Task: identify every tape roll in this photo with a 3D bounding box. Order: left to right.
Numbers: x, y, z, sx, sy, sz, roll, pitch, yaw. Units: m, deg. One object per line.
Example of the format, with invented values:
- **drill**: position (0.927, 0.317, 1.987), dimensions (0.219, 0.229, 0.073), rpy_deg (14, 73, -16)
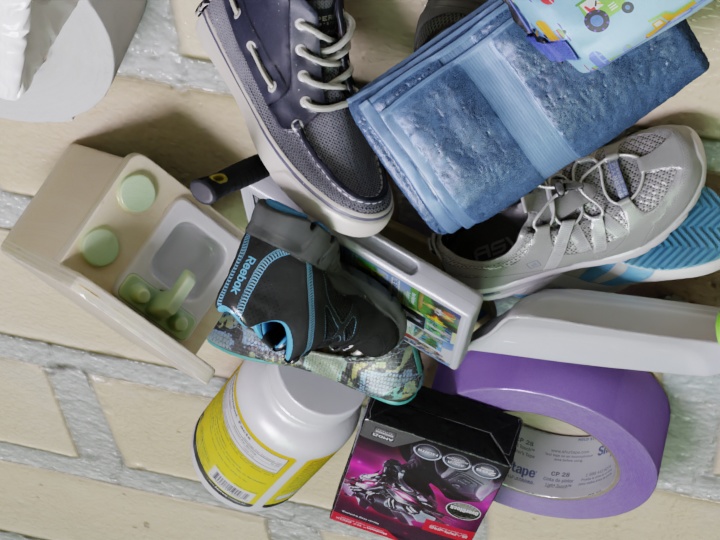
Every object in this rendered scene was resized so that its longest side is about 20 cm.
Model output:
- **tape roll**: position (-0.248, -0.191, 1.229), dimensions (0.201, 0.071, 0.203), rpy_deg (12, 146, 9)
- **tape roll**: position (0.153, 0.128, 1.501), dimensions (0.199, 0.066, 0.200), rpy_deg (12, 146, 8)

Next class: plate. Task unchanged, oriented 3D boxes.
- **plate**: position (0.187, 0.044, 1.307), dimensions (0.198, 0.032, 0.200), rpy_deg (6, 171, -6)

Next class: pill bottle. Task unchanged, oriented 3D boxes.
- **pill bottle**: position (-0.066, 0.124, 1.557), dimensions (0.112, 0.113, 0.200), rpy_deg (26, 146, -11)

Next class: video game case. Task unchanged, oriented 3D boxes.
- **video game case**: position (0.000, 0.000, 1.284), dimensions (0.182, 0.022, 0.200), rpy_deg (31, 169, 7)

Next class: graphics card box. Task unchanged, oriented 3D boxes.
- **graphics card box**: position (0.051, 0.167, 1.503), dimensions (0.125, 0.051, 0.200), rpy_deg (19, 146, 0)

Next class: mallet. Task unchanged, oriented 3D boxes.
- **mallet**: position (-0.040, -0.072, 1.190), dimensions (0.066, 0.200, 0.041), rpy_deg (31, 121, 10)

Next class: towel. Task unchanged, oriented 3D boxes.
- **towel**: position (0.101, -0.112, 1.085), dimensions (0.200, 0.049, 0.112), rpy_deg (-33, 99, 14)

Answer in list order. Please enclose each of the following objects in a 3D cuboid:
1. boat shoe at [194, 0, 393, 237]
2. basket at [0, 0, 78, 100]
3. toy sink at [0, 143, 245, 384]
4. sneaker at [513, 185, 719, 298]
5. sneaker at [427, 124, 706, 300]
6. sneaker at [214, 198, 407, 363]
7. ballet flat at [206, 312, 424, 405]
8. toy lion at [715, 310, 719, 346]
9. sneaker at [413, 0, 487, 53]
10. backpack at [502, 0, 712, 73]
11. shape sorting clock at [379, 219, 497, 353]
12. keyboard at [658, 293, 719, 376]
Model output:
- **boat shoe**: position (-0.031, -0.123, 1.140), dimensions (0.200, 0.074, 0.093), rpy_deg (55, 138, 16)
- **basket**: position (-0.219, -0.246, 1.022), dimensions (0.160, 0.199, 0.200), rpy_deg (22, 147, -2)
- **toy sink**: position (-0.164, -0.012, 1.348), dimensions (0.130, 0.112, 0.200), rpy_deg (37, 172, -25)
- **sneaker**: position (0.177, -0.020, 1.278), dimensions (0.199, 0.077, 0.081), rpy_deg (-2, 157, 31)
- **sneaker**: position (0.137, -0.037, 1.205), dimensions (0.199, 0.075, 0.082), rpy_deg (-30, 155, 20)
- **sneaker**: position (-0.035, 0.023, 1.197), dimensions (0.073, 0.082, 0.200), rpy_deg (26, 172, 33)
- **ballet flat**: position (-0.038, 0.044, 1.430), dimensions (0.199, 0.074, 0.074), rpy_deg (15, 148, 22)
- **toy lion**: position (0.313, 0.047, 1.189), dimensions (0.200, 0.192, 0.069), rpy_deg (36, 143, -26)
- **sneaker**: position (0.054, -0.082, 1.203), dimensions (0.076, 0.115, 0.200), rpy_deg (16, 149, 7)
- **backpack**: position (0.112, -0.230, 0.924), dimensions (0.182, 0.135, 0.200), rpy_deg (-27, 120, 25)
- **shape sorting clock**: position (0.013, 0.006, 1.414), dimensions (0.199, 0.039, 0.200), rpy_deg (22, 152, 13)
- **keyboard**: position (0.298, 0.075, 1.402), dimensions (0.199, 0.011, 0.056), rpy_deg (30, 145, -16)
